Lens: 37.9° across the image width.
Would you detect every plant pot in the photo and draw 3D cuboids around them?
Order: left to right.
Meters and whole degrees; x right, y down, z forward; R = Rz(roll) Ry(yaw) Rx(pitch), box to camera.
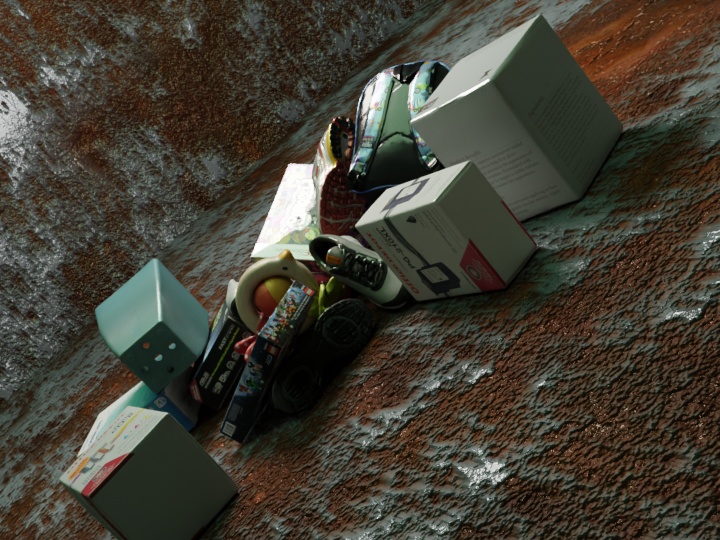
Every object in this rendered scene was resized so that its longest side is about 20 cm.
[{"bbox_3d":[-0.334,0.105,1.707,0.141,0.142,0.200,-40,24,2],"label":"plant pot"}]

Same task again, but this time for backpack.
[{"bbox_3d":[0.081,-0.197,1.535,0.181,0.134,0.202,-6,69,30],"label":"backpack"}]

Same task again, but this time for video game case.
[{"bbox_3d":[-0.063,-0.086,1.684,0.180,0.036,0.201,4,55,24],"label":"video game case"}]

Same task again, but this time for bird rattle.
[{"bbox_3d":[-0.119,0.058,1.591,0.199,0.164,0.113,-31,15,19],"label":"bird rattle"}]

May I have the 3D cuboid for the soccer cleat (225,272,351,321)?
[{"bbox_3d":[-0.116,0.026,1.663,0.198,0.070,0.087,-7,35,-12],"label":"soccer cleat"}]

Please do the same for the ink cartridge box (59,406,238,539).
[{"bbox_3d":[-0.285,0.283,1.389,0.145,0.145,0.200,-47,16,-22],"label":"ink cartridge box"}]

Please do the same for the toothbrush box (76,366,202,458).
[{"bbox_3d":[-0.365,0.253,1.770,0.199,0.085,0.147,-36,17,14],"label":"toothbrush box"}]

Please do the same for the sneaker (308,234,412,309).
[{"bbox_3d":[0.000,0.000,1.501,0.199,0.079,0.075,26,97,43],"label":"sneaker"}]

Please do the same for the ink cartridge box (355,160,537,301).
[{"bbox_3d":[0.106,-0.045,1.350,0.084,0.145,0.200,-48,17,-25],"label":"ink cartridge box"}]

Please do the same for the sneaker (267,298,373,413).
[{"bbox_3d":[-0.063,0.115,1.463,0.200,0.076,0.091,-44,7,-23],"label":"sneaker"}]

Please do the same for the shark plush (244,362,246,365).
[{"bbox_3d":[-0.111,0.089,1.722,0.201,0.090,0.083,-64,-2,-22],"label":"shark plush"}]

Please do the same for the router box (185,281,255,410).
[{"bbox_3d":[-0.222,0.121,1.739,0.151,0.062,0.200,-60,11,12],"label":"router box"}]

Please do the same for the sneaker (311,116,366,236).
[{"bbox_3d":[-0.037,-0.137,1.650,0.082,0.077,0.202,-37,42,57],"label":"sneaker"}]

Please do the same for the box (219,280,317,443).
[{"bbox_3d":[-0.129,0.128,1.467,0.201,0.037,0.137,-65,-4,37],"label":"box"}]

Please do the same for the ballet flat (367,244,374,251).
[{"bbox_3d":[0.044,-0.032,1.654,0.200,0.067,0.063,-17,53,65],"label":"ballet flat"}]

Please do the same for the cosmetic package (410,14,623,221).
[{"bbox_3d":[0.211,-0.195,1.407,0.164,0.200,0.165,-20,25,50],"label":"cosmetic package"}]
